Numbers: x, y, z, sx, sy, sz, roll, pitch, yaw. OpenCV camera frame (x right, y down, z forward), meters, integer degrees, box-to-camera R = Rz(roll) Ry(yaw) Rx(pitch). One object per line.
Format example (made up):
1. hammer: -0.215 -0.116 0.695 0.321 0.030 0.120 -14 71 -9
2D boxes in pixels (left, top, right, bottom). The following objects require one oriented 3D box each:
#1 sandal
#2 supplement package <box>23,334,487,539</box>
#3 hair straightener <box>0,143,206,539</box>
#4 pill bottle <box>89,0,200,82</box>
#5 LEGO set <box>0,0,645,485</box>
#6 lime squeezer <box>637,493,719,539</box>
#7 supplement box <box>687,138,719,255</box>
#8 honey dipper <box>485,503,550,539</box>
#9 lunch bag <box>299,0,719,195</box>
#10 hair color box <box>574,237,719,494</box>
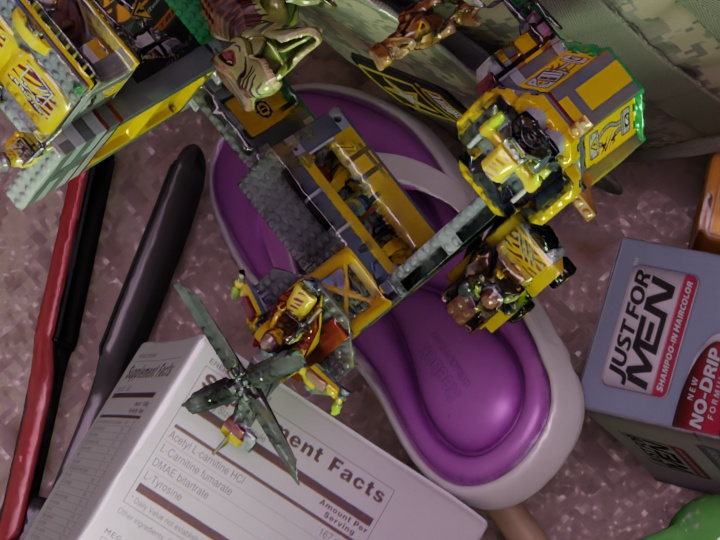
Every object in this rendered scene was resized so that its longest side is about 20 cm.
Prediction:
1. sandal: 0.005 -0.006 0.741 0.083 0.050 0.203 -50 49 6
2. supplement package: -0.067 0.133 0.707 0.109 0.114 0.201 34 80 -11
3. hair straightener: -0.082 0.051 0.778 0.076 0.041 0.202 12 77 6
4. pill bottle: -0.111 -0.128 0.742 0.105 0.200 0.107 -1 75 4
5. LEGO set: -0.033 -0.050 0.605 0.116 0.153 0.201 -36 94 -44
6. lime squeezer: 0.136 0.115 0.741 0.199 0.038 0.071 27 44 -11
7. supplement box: 0.214 -0.011 0.768 0.198 0.069 0.067 15 75 5
8. honey dipper: 0.046 0.074 0.772 0.038 0.038 0.201 -34 74 -6
9. lunch bag: 0.064 -0.104 0.712 0.199 0.164 0.119 -18 59 31
10. hair color box: 0.178 0.048 0.705 0.198 0.099 0.061 11 76 27
